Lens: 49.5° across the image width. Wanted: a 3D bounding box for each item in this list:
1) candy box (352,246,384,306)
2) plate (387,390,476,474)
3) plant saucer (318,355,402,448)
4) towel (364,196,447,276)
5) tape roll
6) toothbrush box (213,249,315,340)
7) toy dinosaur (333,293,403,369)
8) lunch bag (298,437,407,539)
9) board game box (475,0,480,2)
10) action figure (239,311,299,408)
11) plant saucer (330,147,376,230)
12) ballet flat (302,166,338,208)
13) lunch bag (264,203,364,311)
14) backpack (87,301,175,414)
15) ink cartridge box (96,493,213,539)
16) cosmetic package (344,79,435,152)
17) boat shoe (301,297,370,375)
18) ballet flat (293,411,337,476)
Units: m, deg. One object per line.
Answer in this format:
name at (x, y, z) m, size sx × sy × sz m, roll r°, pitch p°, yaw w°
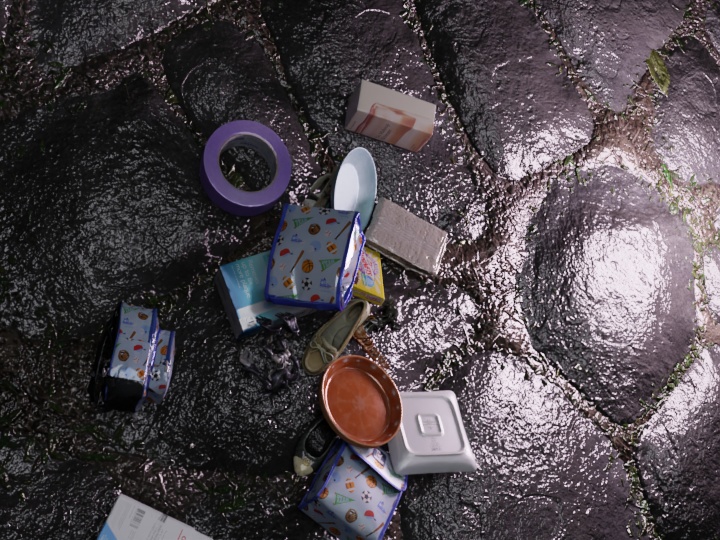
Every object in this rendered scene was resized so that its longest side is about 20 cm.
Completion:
candy box at (0.000, 0.000, 1.719) m, size 0.101 × 0.027 × 0.201 m, roll 24°, pitch 26°, yaw -15°
plate at (0.146, 0.341, 1.693) m, size 0.195 × 0.033 × 0.203 m, roll 4°, pitch 48°, yaw -21°
plant saucer at (-0.001, 0.275, 1.634) m, size 0.197 × 0.032 × 0.203 m, roll 19°, pitch 51°, yaw -24°
towel at (0.109, -0.076, 1.840) m, size 0.198 × 0.034 × 0.134 m, roll 29°, pitch 58°, yaw -11°
tape roll at (-0.255, -0.227, 1.734) m, size 0.196 × 0.066 × 0.205 m, roll 6°, pitch 72°, yaw -20°
toothbrush box at (-0.193, 0.041, 1.668) m, size 0.197 × 0.085 × 0.149 m, roll -17°, pitch 80°, yaw -26°
toy dinosaur at (0.017, 0.119, 1.738) m, size 0.134 × 0.102 × 0.203 m, roll -24°, pitch 102°, yaw -10°
lunch bag at (-0.003, 0.440, 1.607) m, size 0.169 × 0.124 × 0.201 m, roll 40°, pitch 49°, yaw -5°
board game box at (0.263, -0.834, 2.131) m, size 0.197 × 0.028 × 0.137 m, roll 25°, pitch 66°, yaw -12°
action figure at (-0.179, 0.180, 1.616) m, size 0.117 × 0.204 × 0.102 m, roll -17°, pitch 37°, yaw -38°
plant saucer at (-0.024, -0.178, 1.772) m, size 0.038 × 0.202 × 0.204 m, roll 11°, pitch 64°, yaw 26°
ballet flat at (-0.088, -0.161, 1.785) m, size 0.074 × 0.068 × 0.202 m, roll 24°, pitch 60°, yaw 6°
lunch bag at (-0.093, -0.015, 1.579) m, size 0.166 × 0.125 × 0.203 m, roll 5°, pitch 60°, yaw 15°
backpack at (-0.430, 0.163, 1.492) m, size 0.151 × 0.200 × 0.194 m, roll 6°, pitch 65°, yaw -24°
ink cartridge box at (-0.389, 0.515, 1.462) m, size 0.198 × 0.067 × 0.117 m, roll 29°, pitch 66°, yaw -10°
cosmetic package at (0.071, -0.370, 1.881) m, size 0.196 × 0.103 × 0.089 m, roll 15°, pitch 68°, yaw -15°
boat shoe at (-0.055, 0.139, 1.670) m, size 0.073 × 0.063 × 0.201 m, roll 44°, pitch 90°, yaw 6°
ballet flat at (-0.078, 0.340, 1.638) m, size 0.066 × 0.057 × 0.201 m, roll 38°, pitch 65°, yaw -6°
